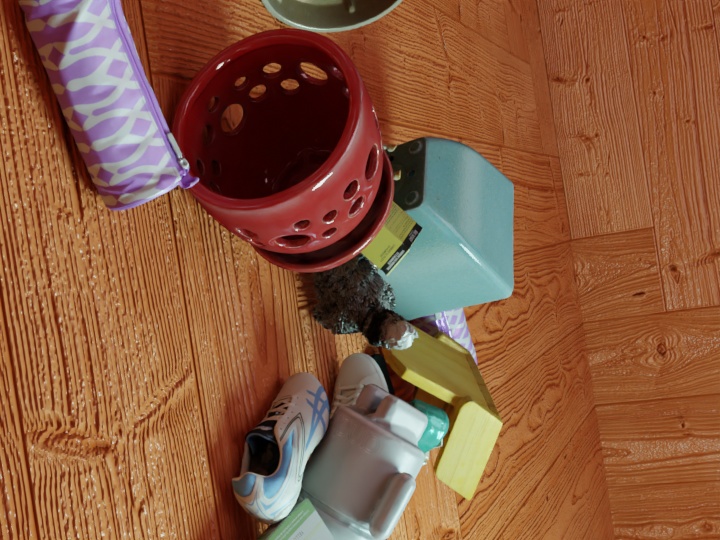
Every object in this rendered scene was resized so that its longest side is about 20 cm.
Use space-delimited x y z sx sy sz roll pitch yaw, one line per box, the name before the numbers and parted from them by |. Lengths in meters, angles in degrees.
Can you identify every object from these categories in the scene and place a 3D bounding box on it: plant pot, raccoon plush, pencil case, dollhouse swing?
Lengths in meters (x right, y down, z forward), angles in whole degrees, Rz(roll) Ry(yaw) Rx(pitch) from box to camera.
plant pot | 0.087 -0.073 1.410 0.200 0.194 0.199 40 45 -45
raccoon plush | 0.000 0.000 1.182 0.096 0.199 0.136 -33 116 -30
plant pot | -0.068 -0.112 1.017 0.183 0.197 0.204 54 34 -63
pencil case | -0.205 -0.147 0.824 0.084 0.084 0.202 -61 137 -55
pencil case | 0.131 0.100 1.558 0.202 0.083 0.086 69 -9 -25
dollhouse swing | 0.083 0.184 1.412 0.201 0.173 0.184 -108 -146 -64
plant pot | -0.041 -0.432 1.237 0.200 0.198 0.186 40 34 -59

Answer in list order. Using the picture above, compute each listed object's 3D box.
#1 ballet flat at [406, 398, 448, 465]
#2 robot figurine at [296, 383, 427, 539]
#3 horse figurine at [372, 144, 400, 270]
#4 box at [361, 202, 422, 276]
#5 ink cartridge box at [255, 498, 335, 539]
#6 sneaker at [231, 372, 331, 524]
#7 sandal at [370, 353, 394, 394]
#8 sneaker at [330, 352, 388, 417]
ballet flat | 0.061 0.217 1.245 0.200 0.069 0.068 121 -17 -60
robot figurine | -0.006 0.228 1.086 0.112 0.169 0.202 32 82 -31
horse figurine | -0.015 -0.087 1.263 0.050 0.130 0.203 -51 142 -66
box | -0.021 -0.087 1.169 0.199 0.050 0.075 41 29 -3
ink cartridge box | -0.046 0.347 0.971 0.201 0.048 0.145 56 35 0
sneaker | -0.082 0.169 1.044 0.073 0.071 0.201 59 26 -27
sandal | 0.049 0.214 1.384 0.075 0.044 0.203 -36 116 -67
sneaker | -0.011 0.185 1.206 0.085 0.072 0.203 42 42 -51
